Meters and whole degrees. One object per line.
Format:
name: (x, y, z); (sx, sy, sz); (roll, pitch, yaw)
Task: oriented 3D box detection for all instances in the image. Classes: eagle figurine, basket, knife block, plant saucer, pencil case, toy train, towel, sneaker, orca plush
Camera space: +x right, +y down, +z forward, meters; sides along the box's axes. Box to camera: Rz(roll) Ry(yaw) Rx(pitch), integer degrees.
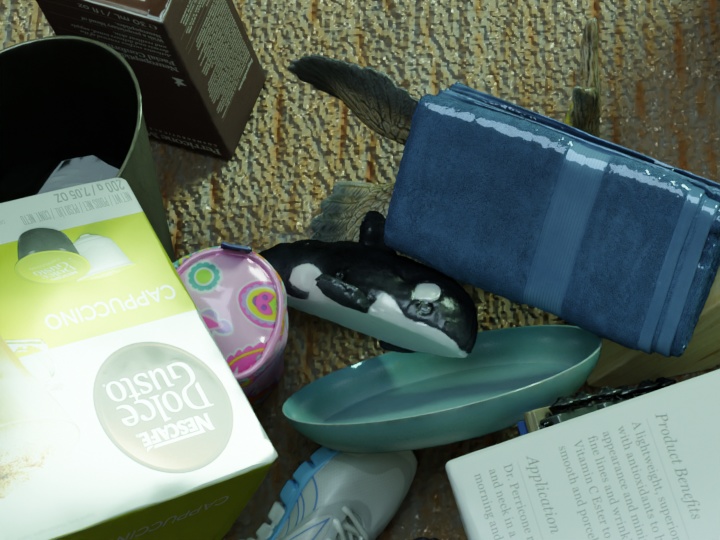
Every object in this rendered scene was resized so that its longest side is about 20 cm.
eagle figurine: (0.060, -0.067, 1.440); (0.199, 0.151, 0.153); (-6, 75, -4)
basket: (-0.194, -0.028, 1.422); (0.180, 0.200, 0.136); (-43, 66, -11)
knife block: (0.224, -0.005, 1.350); (0.199, 0.176, 0.064); (-12, 64, 5)
plant saucer: (0.052, 0.073, 1.357); (0.199, 0.200, 0.028); (-13, 100, 4)
pencil case: (-0.087, 0.040, 1.374); (0.087, 0.200, 0.088); (0, 79, -2)
toy train: (0.141, 0.088, 1.323); (0.046, 0.200, 0.034); (-18, 83, 27)
towel: (0.117, -0.030, 1.338); (0.199, 0.049, 0.112); (22, 107, 12)
sneaker: (-0.030, 0.183, 1.353); (0.200, 0.075, 0.087); (-45, 38, -9)
orca plush: (0.000, 0.000, 1.417); (0.199, 0.105, 0.071); (8, 69, 51)

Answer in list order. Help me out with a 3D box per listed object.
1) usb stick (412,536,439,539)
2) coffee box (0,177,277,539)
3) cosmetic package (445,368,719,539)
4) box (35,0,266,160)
usb stick: (-0.020, 0.237, 1.367); (0.200, 0.033, 0.056); (-36, 72, -7)
coffee box: (-0.199, 0.100, 1.245); (0.199, 0.200, 0.198); (-16, 65, -34)
cosmetic package: (0.170, 0.170, 1.221); (0.199, 0.165, 0.166); (-18, 65, 2)
box: (-0.137, -0.156, 1.469); (0.100, 0.200, 0.075); (16, 72, 17)
